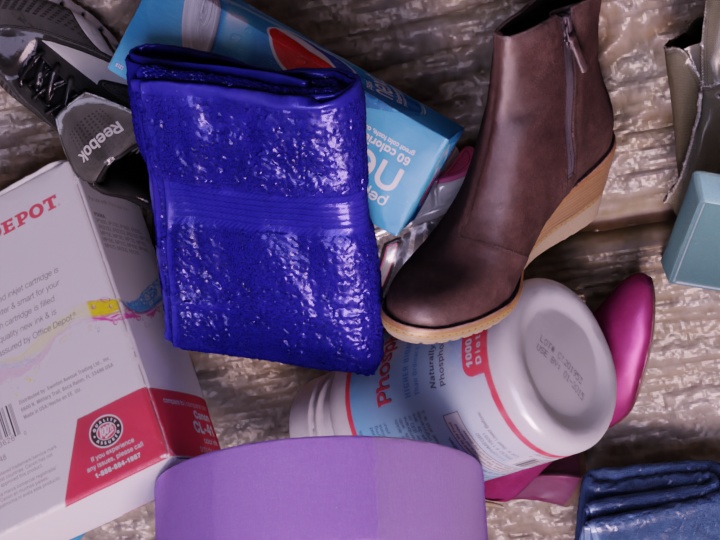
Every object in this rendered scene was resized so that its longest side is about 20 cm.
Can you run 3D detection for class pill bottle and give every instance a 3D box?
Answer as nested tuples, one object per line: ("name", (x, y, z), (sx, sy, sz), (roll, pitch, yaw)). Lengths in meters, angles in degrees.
("pill bottle", (0.053, 0.081, 1.623), (0.199, 0.109, 0.109), (-21, 118, 40))

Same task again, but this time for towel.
("towel", (0.194, 0.213, 1.719), (0.111, 0.049, 0.201), (-7, 128, -5))
("towel", (-0.062, -0.030, 1.512), (0.147, 0.050, 0.201), (10, 127, 23))

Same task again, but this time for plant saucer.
("plant saucer", (0.219, -0.018, 1.539), (0.070, 0.200, 0.019), (10, 77, 4))

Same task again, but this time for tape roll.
("tape roll", (-0.023, 0.156, 1.563), (0.199, 0.066, 0.200), (-3, 160, -1))

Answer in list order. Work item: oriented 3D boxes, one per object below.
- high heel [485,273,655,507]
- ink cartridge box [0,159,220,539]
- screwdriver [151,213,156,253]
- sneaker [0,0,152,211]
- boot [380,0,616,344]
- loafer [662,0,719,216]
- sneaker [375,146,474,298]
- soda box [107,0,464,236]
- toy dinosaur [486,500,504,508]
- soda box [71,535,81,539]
("high heel", (0.118, 0.075, 1.653), (0.096, 0.068, 0.201), (12, 125, -13))
("ink cartridge box", (-0.187, 0.055, 1.609), (0.147, 0.086, 0.201), (-25, 71, 20))
("screwdriver", (-0.116, 0.048, 1.687), (0.028, 0.029, 0.201), (1, 116, 6))
("sneaker", (-0.162, -0.098, 1.571), (0.200, 0.091, 0.066), (38, 111, -16))
("boot", (0.077, -0.066, 1.515), (0.072, 0.200, 0.167), (23, 134, 33))
("loafer", (0.212, -0.119, 1.536), (0.069, 0.075, 0.201), (22, 119, 11))
("sneaker", (0.000, 0.000, 1.622), (0.199, 0.074, 0.088), (-24, 109, 14))
("soda box", (-0.043, -0.102, 1.540), (0.199, 0.064, 0.068), (30, 103, 4))
("toy dinosaur", (0.010, 0.186, 1.752), (0.101, 0.058, 0.200), (19, 131, -21))
("soda box", (-0.211, 0.147, 1.732), (0.068, 0.064, 0.200), (34, 119, -14))
